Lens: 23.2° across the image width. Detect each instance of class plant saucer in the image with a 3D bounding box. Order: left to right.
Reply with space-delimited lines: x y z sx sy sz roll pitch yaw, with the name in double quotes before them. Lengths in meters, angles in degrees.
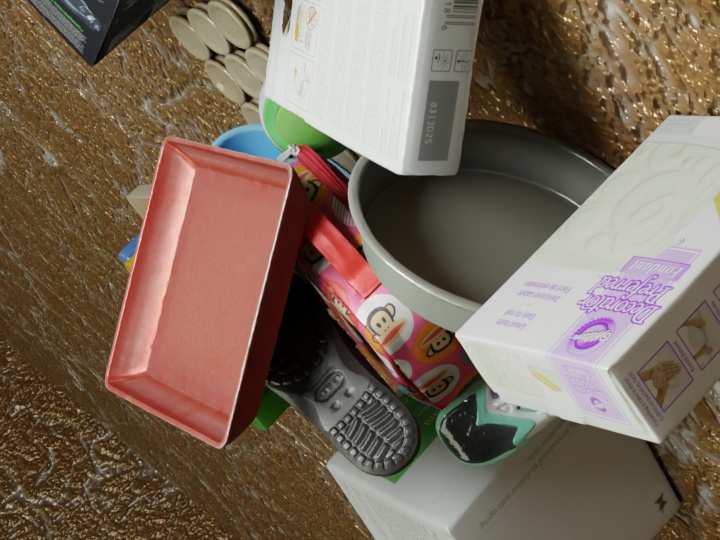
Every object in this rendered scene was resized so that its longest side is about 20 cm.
"plant saucer" -0.108 0.012 1.269 0.037 0.200 0.200 12 -177 -34

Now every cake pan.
"cake pan" 0.088 -0.024 1.110 0.200 0.200 0.037 36 135 26

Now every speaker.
"speaker" -0.022 -0.143 1.276 0.088 0.088 0.200 45 162 2

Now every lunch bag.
"lunch bag" 0.000 0.000 1.288 0.200 0.082 0.176 47 179 34

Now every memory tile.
"memory tile" -0.078 -0.150 1.496 0.200 0.017 0.153 50 162 -16

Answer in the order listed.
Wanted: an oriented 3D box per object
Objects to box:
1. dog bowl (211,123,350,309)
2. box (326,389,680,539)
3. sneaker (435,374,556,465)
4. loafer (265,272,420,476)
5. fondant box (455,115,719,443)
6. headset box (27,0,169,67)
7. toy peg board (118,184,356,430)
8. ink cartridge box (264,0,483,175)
"dog bowl" -0.053 -0.051 1.466 0.200 0.111 0.050 38 147 23
"box" 0.122 0.183 1.481 0.171 0.199 0.200 22 151 49
"sneaker" 0.153 0.062 1.338 0.078 0.200 0.140 59 -156 -13
"loafer" -0.029 0.078 1.281 0.200 0.073 0.071 51 179 22
"fondant box" 0.169 -0.002 0.970 0.058 0.200 0.144 53 160 -23
"headset box" -0.134 -0.246 1.148 0.093 0.174 0.200 46 163 -3
"toy peg board" -0.123 0.034 1.451 0.200 0.098 0.199 52 160 -19
"ink cartridge box" 0.007 -0.161 1.109 0.200 0.050 0.162 37 124 58
